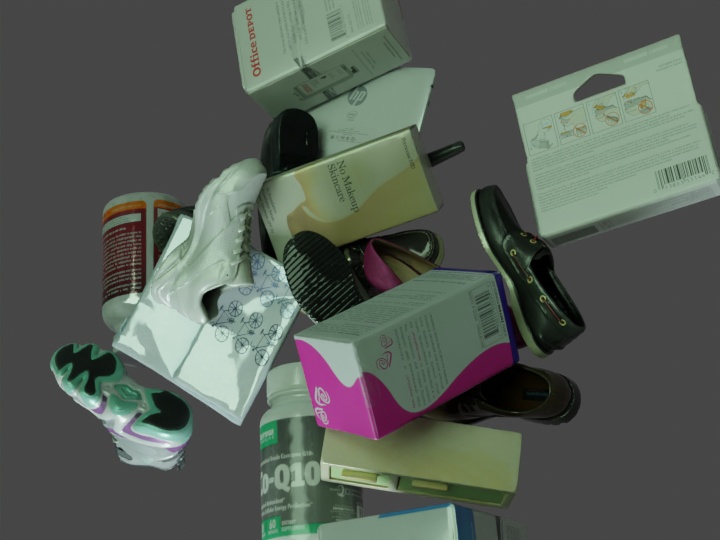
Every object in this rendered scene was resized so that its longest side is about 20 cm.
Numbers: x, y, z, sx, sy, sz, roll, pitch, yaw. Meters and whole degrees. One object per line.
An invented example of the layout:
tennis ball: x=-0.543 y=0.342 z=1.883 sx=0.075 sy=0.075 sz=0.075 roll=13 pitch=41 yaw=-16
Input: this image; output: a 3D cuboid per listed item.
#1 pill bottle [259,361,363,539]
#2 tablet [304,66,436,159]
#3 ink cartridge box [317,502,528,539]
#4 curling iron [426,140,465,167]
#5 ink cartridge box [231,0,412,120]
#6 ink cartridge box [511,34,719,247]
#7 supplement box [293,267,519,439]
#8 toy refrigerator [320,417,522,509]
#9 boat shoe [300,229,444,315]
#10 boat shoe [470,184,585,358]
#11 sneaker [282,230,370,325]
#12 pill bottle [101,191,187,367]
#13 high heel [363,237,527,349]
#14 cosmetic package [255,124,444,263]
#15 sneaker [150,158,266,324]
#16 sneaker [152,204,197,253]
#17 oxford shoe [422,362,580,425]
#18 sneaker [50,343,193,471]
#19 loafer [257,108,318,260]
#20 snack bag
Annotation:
pill bottle: x=-0.055 y=0.210 z=1.359 sx=0.112 sy=0.113 sz=0.202 roll=-14 pitch=66 yaw=24
tablet: x=-0.006 y=-0.196 z=1.537 sx=0.199 sy=0.014 sz=0.131 roll=8 pitch=77 yaw=31
ink cartridge box: x=0.069 y=0.289 z=1.211 sx=0.144 sy=0.200 sz=0.084 roll=-15 pitch=68 yaw=23
curling iron: x=0.038 y=-0.101 z=1.471 sx=0.199 sy=0.026 sz=0.050 roll=-29 pitch=70 yaw=17
ink cartridge box: x=-0.050 y=-0.297 z=1.545 sx=0.199 sy=0.083 sz=0.147 roll=-22 pitch=58 yaw=18
ink cartridge box: x=0.276 y=-0.138 z=1.339 sx=0.199 sy=0.045 sz=0.178 roll=-18 pitch=66 yaw=22
supplement box: x=0.048 y=0.078 z=1.230 sx=0.103 sy=0.199 sz=0.102 roll=3 pitch=111 yaw=51
toy refrigerator: x=0.061 y=0.195 z=1.269 sx=0.198 sy=0.076 sz=0.070 roll=9 pitch=67 yaw=2
boat shoe: x=0.000 y=0.000 z=1.432 sx=0.199 sy=0.065 sz=0.074 roll=-23 pitch=61 yaw=19
boat shoe: x=0.179 y=-0.008 z=1.327 sx=0.063 sy=0.073 sz=0.203 roll=-34 pitch=66 yaw=28
sneaker: x=-0.018 y=0.046 z=1.378 sx=0.074 sy=0.089 sz=0.201 roll=-36 pitch=90 yaw=-3
pill bottle: x=-0.268 y=0.013 z=1.548 sx=0.112 sy=0.113 sz=0.202 roll=-14 pitch=66 yaw=24
high heel: x=0.093 y=0.027 z=1.333 sx=0.199 sy=0.096 sz=0.068 roll=16 pitch=61 yaw=17
cosmetic package: x=-0.014 y=-0.087 z=1.426 sx=0.199 sy=0.071 sz=0.106 roll=-20 pitch=97 yaw=13
sneaker: x=-0.147 y=-0.028 z=1.383 sx=0.099 sy=0.078 sz=0.201 roll=34 pitch=103 yaw=18
sneaker: x=-0.152 y=-0.010 z=1.516 sx=0.199 sy=0.114 sz=0.076 roll=40 pitch=120 yaw=7
oxford shoe: x=0.125 y=0.123 z=1.308 sx=0.199 sy=0.084 sz=0.073 roll=-6 pitch=71 yaw=29
sneaker: x=-0.295 y=0.182 z=1.502 sx=0.199 sy=0.140 sz=0.078 roll=31 pitch=49 yaw=17
loafer: x=-0.094 y=-0.095 z=1.527 sx=0.072 sy=0.072 sz=0.202 roll=-11 pitch=70 yaw=60
snack bag: x=-0.173 y=0.049 z=1.425 sx=0.199 sy=0.021 sz=0.190 roll=29 pitch=92 yaw=20
